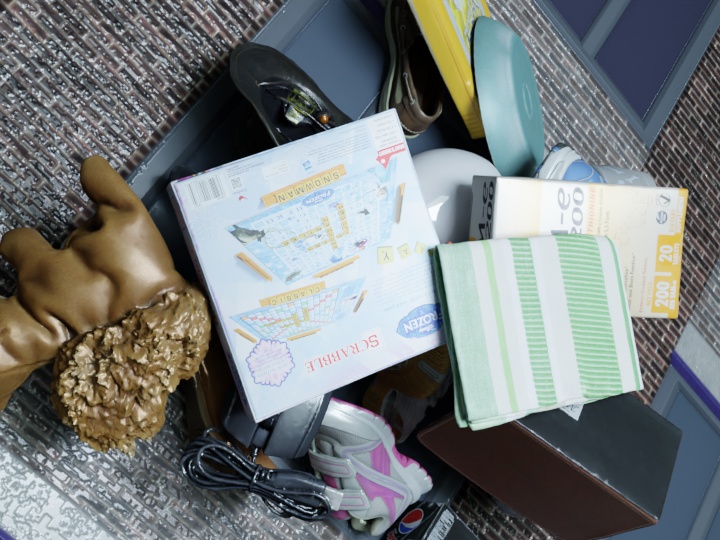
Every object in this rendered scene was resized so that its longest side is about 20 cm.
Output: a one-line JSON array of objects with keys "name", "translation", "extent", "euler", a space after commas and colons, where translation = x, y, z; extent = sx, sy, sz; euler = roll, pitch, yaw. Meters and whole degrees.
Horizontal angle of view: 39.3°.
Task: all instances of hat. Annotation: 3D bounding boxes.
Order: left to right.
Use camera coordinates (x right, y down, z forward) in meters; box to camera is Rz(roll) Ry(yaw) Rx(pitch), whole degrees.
[{"name": "hat", "translation": [-0.074, -0.124, 0.965], "extent": [0.200, 0.081, 0.201], "euler": [39, 25, -22]}]

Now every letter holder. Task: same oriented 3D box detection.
[{"name": "letter holder", "translation": [0.172, 0.157, 0.948], "extent": [0.199, 0.142, 0.101], "euler": [35, 55, -8]}]

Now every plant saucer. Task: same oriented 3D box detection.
[{"name": "plant saucer", "translation": [0.170, -0.184, 1.114], "extent": [0.200, 0.036, 0.202], "euler": [-9, 90, -69]}]

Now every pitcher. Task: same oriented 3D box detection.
[{"name": "pitcher", "translation": [0.066, -0.035, 1.017], "extent": [0.199, 0.122, 0.172], "euler": [-21, 57, -31]}]

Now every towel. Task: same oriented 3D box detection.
[{"name": "towel", "translation": [0.156, 0.046, 0.870], "extent": [0.198, 0.023, 0.154], "euler": [-6, 85, -29]}]

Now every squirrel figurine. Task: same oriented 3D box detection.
[{"name": "squirrel figurine", "translation": [-0.226, 0.049, 0.797], "extent": [0.186, 0.142, 0.200], "euler": [-36, 71, -25]}]

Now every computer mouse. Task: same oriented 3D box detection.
[{"name": "computer mouse", "translation": [-0.060, 0.102, 0.863], "extent": [0.137, 0.053, 0.202], "euler": [19, 60, -3]}]

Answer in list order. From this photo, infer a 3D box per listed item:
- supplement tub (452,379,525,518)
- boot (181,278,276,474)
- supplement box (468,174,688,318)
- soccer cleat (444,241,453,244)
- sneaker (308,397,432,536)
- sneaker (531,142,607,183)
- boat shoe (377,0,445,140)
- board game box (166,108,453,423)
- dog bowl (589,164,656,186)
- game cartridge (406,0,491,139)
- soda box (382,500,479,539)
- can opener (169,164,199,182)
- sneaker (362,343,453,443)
[{"name": "supplement tub", "translation": [0.178, 0.140, 1.062], "extent": [0.144, 0.144, 0.202], "euler": [-24, 95, -34]}, {"name": "boot", "translation": [-0.107, 0.095, 0.930], "extent": [0.200, 0.077, 0.155], "euler": [47, 62, -5]}, {"name": "supplement box", "translation": [0.205, -0.022, 0.964], "extent": [0.198, 0.073, 0.128], "euler": [2, 95, -14]}, {"name": "soccer cleat", "translation": [0.000, 0.000, 0.892], "extent": [0.198, 0.069, 0.079], "euler": [7, 87, -19]}, {"name": "sneaker", "translation": [-0.008, 0.187, 0.953], "extent": [0.089, 0.081, 0.200], "euler": [-55, 127, -21]}, {"name": "sneaker", "translation": [0.180, -0.031, 1.024], "extent": [0.077, 0.076, 0.201], "euler": [32, 88, 8]}, {"name": "boat shoe", "translation": [0.071, -0.244, 1.100], "extent": [0.074, 0.075, 0.205], "euler": [11, 76, -31]}, {"name": "board game box", "translation": [-0.032, -0.007, 0.827], "extent": [0.198, 0.041, 0.202], "euler": [-20, 94, -16]}, {"name": "dog bowl", "translation": [0.252, -0.025, 1.115], "extent": [0.058, 0.200, 0.202], "euler": [15, 73, -14]}, {"name": "game cartridge", "translation": [0.106, -0.265, 1.075], "extent": [0.201, 0.032, 0.178], "euler": [56, 32, -40]}, {"name": "soda box", "translation": [0.112, 0.324, 1.029], "extent": [0.200, 0.071, 0.063], "euler": [49, 61, -16]}, {"name": "can opener", "translation": [-0.092, -0.037, 0.944], "extent": [0.199, 0.063, 0.079], "euler": [28, 72, 2]}, {"name": "sneaker", "translation": [0.057, 0.086, 0.975], "extent": [0.076, 0.201, 0.088], "euler": [42, 57, 13]}]
